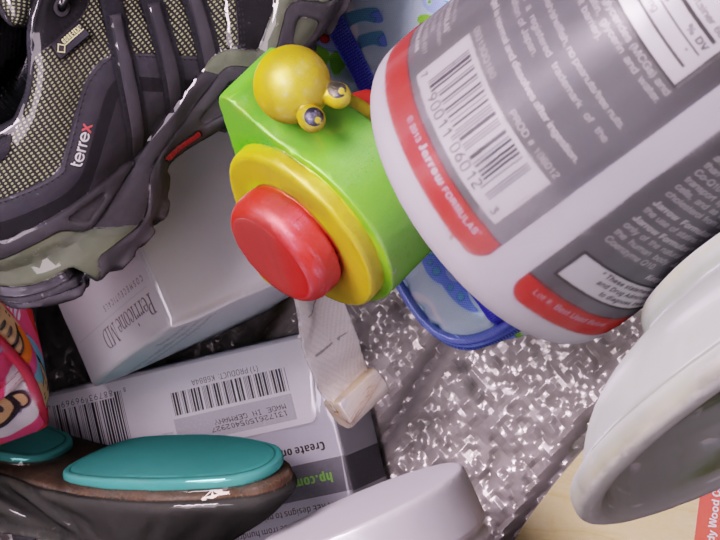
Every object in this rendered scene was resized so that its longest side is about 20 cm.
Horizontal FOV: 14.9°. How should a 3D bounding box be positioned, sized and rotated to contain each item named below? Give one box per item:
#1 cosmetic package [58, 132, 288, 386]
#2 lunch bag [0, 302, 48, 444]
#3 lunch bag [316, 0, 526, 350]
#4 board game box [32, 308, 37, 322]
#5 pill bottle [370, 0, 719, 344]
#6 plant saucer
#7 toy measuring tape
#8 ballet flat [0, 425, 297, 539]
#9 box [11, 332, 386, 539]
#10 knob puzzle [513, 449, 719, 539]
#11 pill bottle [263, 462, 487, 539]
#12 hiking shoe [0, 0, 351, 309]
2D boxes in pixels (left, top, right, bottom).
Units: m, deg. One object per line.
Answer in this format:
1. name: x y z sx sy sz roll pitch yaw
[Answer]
1. cosmetic package: -0.092 -0.070 1.021 0.201 0.081 0.113 66 156 7
2. lunch bag: -0.190 -0.034 0.983 0.082 0.200 0.177 -26 54 6
3. lunch bag: 0.051 -0.082 0.983 0.160 0.082 0.201 -30 83 27
4. board game box: -0.223 -0.033 1.133 0.199 0.034 0.136 10 100 23
5. pill bottle: 0.109 -0.075 0.842 0.200 0.116 0.116 -37 81 27
6. plant saucer: 0.144 0.009 0.857 0.200 0.200 0.050 -35 73 23
7. toy measuring tape: 0.000 0.000 0.930 0.073 0.074 0.201 12 145 22
8. ballet flat: -0.105 0.091 1.040 0.199 0.068 0.069 6 109 34
9. box: -0.055 0.134 1.075 0.155 0.041 0.201 -14 89 25
10. knob puzzle: 0.150 0.119 0.988 0.218 0.030 0.221 3 98 23
11. pill bottle: 0.036 0.176 0.973 0.112 0.112 0.201 -21 94 24
12. hiking shoe: -0.077 -0.087 0.911 0.200 0.101 0.076 -54 34 -13
